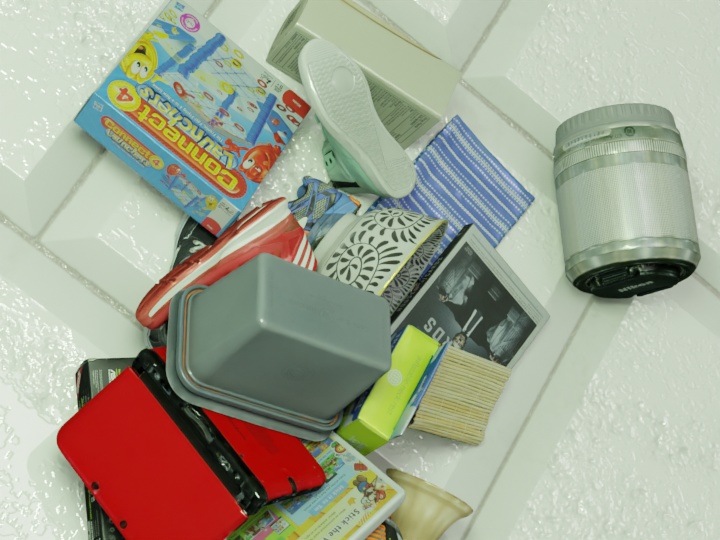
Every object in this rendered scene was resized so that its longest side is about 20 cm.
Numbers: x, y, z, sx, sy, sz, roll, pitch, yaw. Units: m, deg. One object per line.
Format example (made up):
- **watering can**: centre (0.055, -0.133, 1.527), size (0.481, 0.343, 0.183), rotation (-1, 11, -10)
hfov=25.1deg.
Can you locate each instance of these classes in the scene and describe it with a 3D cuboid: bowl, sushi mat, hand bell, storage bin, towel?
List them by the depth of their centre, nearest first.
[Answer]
- **storage bin**: centre (-0.068, 0.059, 1.569), size (0.199, 0.134, 0.147), rotation (22, 51, -31)
- **hand bell**: centre (0.032, 0.323, 1.715), size (0.103, 0.104, 0.202), rotation (29, 77, -14)
- **bowl**: centre (0.000, 0.000, 1.738), size (0.094, 0.201, 0.201), rotation (38, 61, 8)
- **sushi mat**: centre (0.108, 0.137, 1.746), size (0.200, 0.012, 0.097), rotation (23, 88, -62)
- **towel**: centre (0.105, -0.072, 1.892), size (0.145, 0.024, 0.200), rotation (45, 61, -7)

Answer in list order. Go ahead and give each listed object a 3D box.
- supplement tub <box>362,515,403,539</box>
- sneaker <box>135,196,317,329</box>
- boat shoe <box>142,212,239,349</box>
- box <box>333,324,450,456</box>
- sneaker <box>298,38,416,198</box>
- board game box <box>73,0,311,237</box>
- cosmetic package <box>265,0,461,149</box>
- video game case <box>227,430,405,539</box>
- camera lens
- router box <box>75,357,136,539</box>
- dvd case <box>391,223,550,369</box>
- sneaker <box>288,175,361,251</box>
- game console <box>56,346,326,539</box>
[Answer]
- **supplement tub**: centre (-0.013, 0.322, 1.612), size (0.121, 0.123, 0.201), rotation (17, 43, -19)
- **sneaker**: centre (-0.125, 0.024, 1.653), size (0.199, 0.078, 0.116), rotation (-38, 101, -14)
- **boat shoe**: centre (-0.173, 0.000, 1.716), size (0.071, 0.068, 0.202), rotation (29, 65, -14)
- **box**: centre (0.013, 0.135, 1.683), size (0.047, 0.200, 0.123), rotation (34, 63, -9)
- **sneaker**: centre (-0.030, -0.161, 1.796), size (0.074, 0.118, 0.201), rotation (-43, 112, -26)
- **board game box**: centre (-0.176, -0.169, 1.745), size (0.199, 0.056, 0.197), rotation (38, 46, -10)
- **cosmetic package**: centre (0.003, -0.233, 1.851), size (0.199, 0.103, 0.074), rotation (31, 63, -14)
- **video game case**: centre (-0.086, 0.229, 1.592), size (0.181, 0.023, 0.200), rotation (37, 57, 24)
- **camera lens**: centre (0.312, -0.077, 1.910), size (0.158, 0.160, 0.202), rotation (2, 73, -24)
- **router box**: centre (-0.205, 0.188, 1.646), size (0.148, 0.062, 0.202), rotation (0, 74, -24)
- **dvd case**: centre (0.115, 0.068, 1.840), size (0.151, 0.025, 0.200), rotation (49, 60, -15)
- **sneaker**: centre (-0.085, -0.028, 1.773), size (0.078, 0.075, 0.200), rotation (40, 55, 4)
- **game console**: centre (-0.164, 0.183, 1.582), size (0.200, 0.119, 0.172), rotation (48, 28, 22)
